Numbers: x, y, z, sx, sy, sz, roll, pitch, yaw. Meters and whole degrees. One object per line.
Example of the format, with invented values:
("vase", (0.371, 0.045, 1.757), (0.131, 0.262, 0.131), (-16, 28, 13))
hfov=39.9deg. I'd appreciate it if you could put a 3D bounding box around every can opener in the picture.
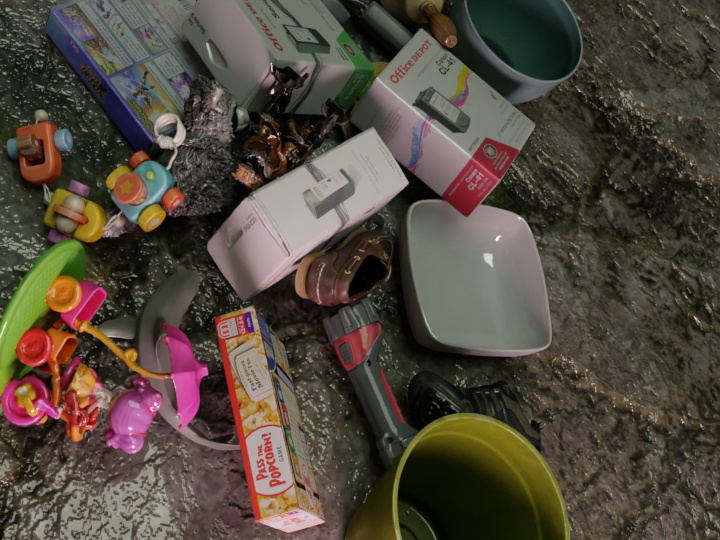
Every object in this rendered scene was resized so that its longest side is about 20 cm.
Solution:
("can opener", (0.011, -0.344, 1.389), (0.199, 0.053, 0.067), (35, 88, -7))

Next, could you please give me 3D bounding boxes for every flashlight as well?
("flashlight", (0.023, 0.136, 1.137), (0.067, 0.068, 0.203), (-25, 81, -3))

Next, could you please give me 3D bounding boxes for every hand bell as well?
("hand bell", (0.095, -0.347, 1.343), (0.102, 0.105, 0.201), (14, 31, -22))

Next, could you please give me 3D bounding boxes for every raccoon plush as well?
("raccoon plush", (-0.204, -0.128, 1.081), (0.199, 0.096, 0.136), (-31, 124, -36))

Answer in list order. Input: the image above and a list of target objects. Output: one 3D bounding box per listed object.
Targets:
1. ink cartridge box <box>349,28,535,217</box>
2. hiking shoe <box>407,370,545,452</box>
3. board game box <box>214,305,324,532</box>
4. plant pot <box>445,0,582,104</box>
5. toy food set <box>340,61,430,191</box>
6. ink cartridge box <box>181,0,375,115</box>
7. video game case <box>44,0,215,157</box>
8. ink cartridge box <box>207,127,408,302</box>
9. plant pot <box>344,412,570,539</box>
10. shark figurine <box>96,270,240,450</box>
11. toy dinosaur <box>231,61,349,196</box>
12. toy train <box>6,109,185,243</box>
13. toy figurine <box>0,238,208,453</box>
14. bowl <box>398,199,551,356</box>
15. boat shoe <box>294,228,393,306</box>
("ink cartridge box", (0.106, -0.189, 1.261), (0.199, 0.086, 0.148), (40, 48, -2))
("hiking shoe", (0.138, 0.170, 1.184), (0.199, 0.075, 0.102), (38, 44, -18))
("board game box", (-0.090, 0.155, 1.007), (0.045, 0.152, 0.203), (-16, 70, 2))
("plant pot", (0.200, -0.318, 1.420), (0.197, 0.134, 0.204), (12, 60, -22))
("toy food set", (0.057, -0.198, 1.332), (0.196, 0.049, 0.202), (-20, 77, -35))
("ink cartridge box", (-0.097, -0.269, 1.208), (0.147, 0.084, 0.199), (53, 31, 18))
("video game case", (-0.247, -0.255, 1.193), (0.181, 0.045, 0.201), (-35, 85, -39))
("ink cartridge box", (-0.061, -0.064, 1.137), (0.199, 0.145, 0.085), (-32, 85, -36))
("plant pot", (0.076, 0.272, 1.012), (0.197, 0.193, 0.204), (13, 60, -23))
("shark figurine", (-0.195, 0.095, 1.021), (0.126, 0.090, 0.218), (-7, 67, -30))
("toy dinosaur", (-0.090, -0.151, 1.116), (0.101, 0.137, 0.201), (27, 23, -17))
("toy train", (-0.284, -0.107, 1.039), (0.196, 0.056, 0.153), (-5, 83, 9))
("toy figurine", (-0.241, 0.101, 0.935), (0.182, 0.150, 0.202), (27, 76, 5))
("bowl", (0.134, 0.018, 1.249), (0.196, 0.075, 0.204), (6, 64, -27))
("boat shoe", (0.000, 0.000, 1.145), (0.200, 0.069, 0.072), (-32, 126, -60))
